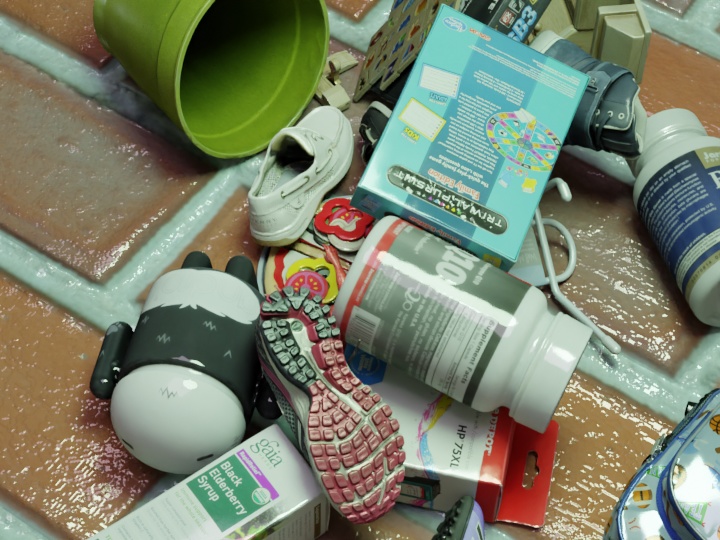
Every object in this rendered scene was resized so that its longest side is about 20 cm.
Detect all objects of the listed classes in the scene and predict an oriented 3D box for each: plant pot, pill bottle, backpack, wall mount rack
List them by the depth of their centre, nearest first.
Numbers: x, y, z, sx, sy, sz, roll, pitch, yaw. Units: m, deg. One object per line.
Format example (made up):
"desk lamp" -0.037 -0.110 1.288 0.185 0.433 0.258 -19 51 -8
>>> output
"backpack" 0.295 0.209 1.191 0.200 0.154 0.190 39 71 22
"pill bottle" 0.085 0.046 1.237 0.199 0.114 0.114 27 56 10
"wall mount rack" 0.151 0.008 1.357 0.199 0.074 0.175 -9 80 -35
"pill bottle" 0.327 -0.056 1.412 0.110 0.111 0.201 -14 54 -11
"plant pot" -0.169 -0.245 1.514 0.200 0.201 0.192 -38 50 -26

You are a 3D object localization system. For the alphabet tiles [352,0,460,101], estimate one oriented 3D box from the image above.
"alphabet tiles" 0.056 -0.261 1.526 0.008 0.200 0.168 29 51 -18

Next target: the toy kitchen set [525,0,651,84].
"toy kitchen set" 0.184 -0.256 1.507 0.179 0.201 0.164 -6 52 -6

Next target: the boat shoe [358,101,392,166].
"boat shoe" 0.032 -0.112 1.442 0.060 0.074 0.200 -44 26 -3

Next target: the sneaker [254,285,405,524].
"sneaker" -0.026 0.112 1.216 0.080 0.075 0.201 -18 75 -21

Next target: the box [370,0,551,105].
"box" 0.104 -0.237 1.461 0.049 0.201 0.199 30 6 -20

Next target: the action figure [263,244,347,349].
"action figure" -0.007 -0.003 1.352 0.099 0.065 0.200 38 60 4

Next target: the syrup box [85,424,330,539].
"syrup box" -0.127 0.219 1.211 0.199 0.082 0.079 -31 60 -21

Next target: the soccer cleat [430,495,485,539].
"soccer cleat" 0.082 0.278 1.187 0.073 0.068 0.201 20 53 -7

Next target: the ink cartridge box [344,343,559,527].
"ink cartridge box" 0.072 0.142 1.283 0.198 0.067 0.117 11 53 6

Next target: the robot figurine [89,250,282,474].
"robot figurine" -0.143 0.081 1.294 0.125 0.150 0.201 38 47 -28

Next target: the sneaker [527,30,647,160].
"sneaker" 0.184 -0.123 1.410 0.146 0.077 0.203 31 79 26

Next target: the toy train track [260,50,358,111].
"toy train track" -0.079 -0.241 1.597 0.114 0.033 0.200 -31 58 -22

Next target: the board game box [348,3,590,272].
"board game box" 0.098 -0.115 1.306 0.150 0.047 0.201 26 67 -2

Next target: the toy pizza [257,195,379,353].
"toy pizza" 0.000 0.000 1.413 0.198 0.032 0.201 1 52 -1

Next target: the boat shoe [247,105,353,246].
"boat shoe" -0.059 -0.110 1.459 0.070 0.070 0.201 1 41 20
